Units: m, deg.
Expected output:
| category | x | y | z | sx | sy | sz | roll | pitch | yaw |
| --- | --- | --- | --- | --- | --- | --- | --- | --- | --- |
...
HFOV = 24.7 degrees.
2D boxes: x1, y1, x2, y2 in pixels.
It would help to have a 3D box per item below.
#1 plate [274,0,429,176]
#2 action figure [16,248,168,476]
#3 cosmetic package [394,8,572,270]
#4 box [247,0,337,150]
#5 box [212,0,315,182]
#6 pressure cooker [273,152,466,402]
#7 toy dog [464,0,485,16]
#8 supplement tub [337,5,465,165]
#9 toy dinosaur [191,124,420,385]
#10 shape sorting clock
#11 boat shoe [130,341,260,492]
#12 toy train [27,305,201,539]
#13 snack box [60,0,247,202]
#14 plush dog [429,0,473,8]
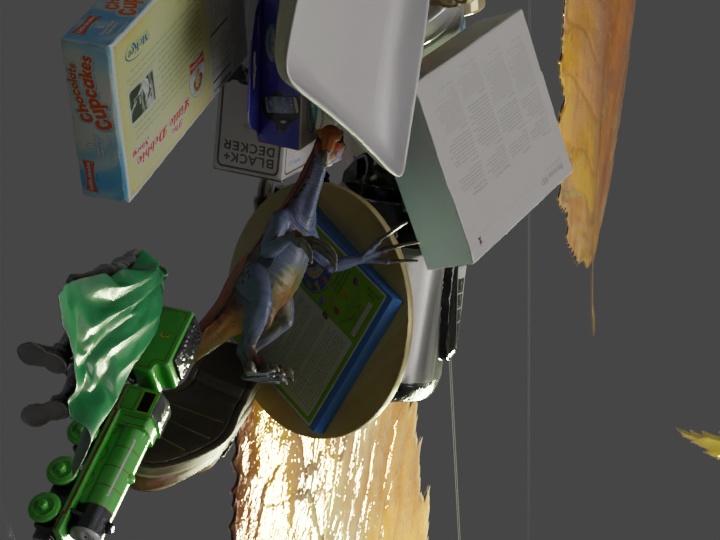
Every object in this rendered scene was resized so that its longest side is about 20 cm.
| category | x | y | z | sx | sy | sz | roll | pitch | yaw |
| --- | --- | --- | --- | --- | --- | --- | --- | --- | --- |
| plate | -0.006 | -0.189 | 1.151 | 0.200 | 0.032 | 0.201 | 36 | 58 | -61 |
| action figure | -0.165 | 0.036 | 1.067 | 0.200 | 0.055 | 0.118 | -58 | 153 | -67 |
| cosmetic package | 0.094 | -0.110 | 1.344 | 0.200 | 0.052 | 0.151 | -39 | 113 | -50 |
| box | -0.025 | -0.169 | 1.218 | 0.200 | 0.041 | 0.119 | -45 | 143 | -57 |
| box | -0.059 | -0.179 | 1.276 | 0.117 | 0.060 | 0.201 | -40 | 138 | -65 |
| pressure cooker | -0.003 | 0.000 | 1.389 | 0.178 | 0.176 | 0.201 | 3 | 98 | -50 |
| toy dog | 0.098 | -0.311 | 1.533 | 0.132 | 0.096 | 0.200 | 88 | -8 | -45 |
| supplement tub | 0.031 | -0.184 | 1.456 | 0.200 | 0.132 | 0.132 | 80 | 26 | -54 |
| toy dinosaur | -0.064 | -0.014 | 1.177 | 0.105 | 0.199 | 0.182 | 41 | 51 | -74 |
| shape sorting clock | -0.034 | 0.031 | 1.280 | 0.039 | 0.200 | 0.201 | -8 | 110 | -50 |
| boat shoe | -0.127 | 0.124 | 1.226 | 0.200 | 0.072 | 0.068 | -40 | 154 | -61 |
| toy train | -0.163 | 0.105 | 1.117 | 0.042 | 0.056 | 0.200 | 81 | 25 | -51 |
| snack box | -0.131 | -0.148 | 1.089 | 0.200 | 0.037 | 0.116 | -60 | 155 | -49 |
| plush dog | 0.071 | -0.291 | 1.309 | 0.160 | 0.200 | 0.172 | 10 | 71 | -38 |
